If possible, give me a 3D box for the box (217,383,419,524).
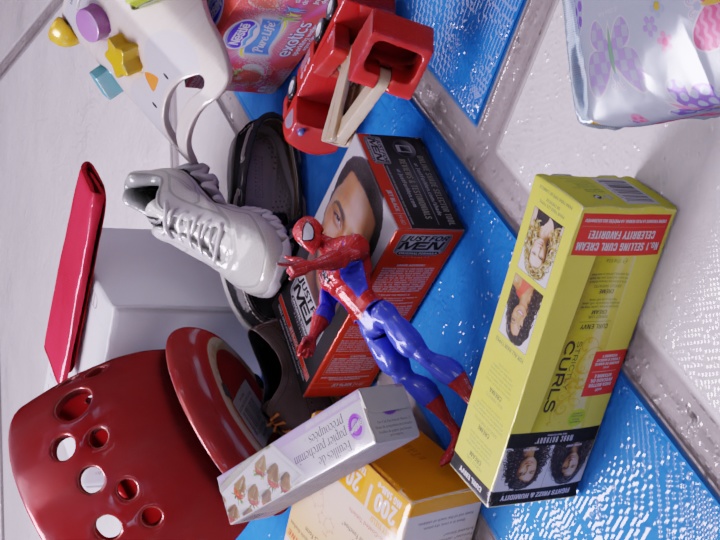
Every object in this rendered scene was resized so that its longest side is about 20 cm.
[{"bbox_3d":[-0.035,0.132,0.898,0.200,0.041,0.039,-37,65,48],"label":"box"}]

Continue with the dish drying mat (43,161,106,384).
[{"bbox_3d":[-0.265,0.004,1.187,0.077,0.018,0.200,50,131,51],"label":"dish drying mat"}]

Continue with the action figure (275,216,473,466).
[{"bbox_3d":[0.000,0.048,0.877,0.200,0.099,0.065,54,136,15],"label":"action figure"}]

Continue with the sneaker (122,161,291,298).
[{"bbox_3d":[-0.133,-0.035,1.085,0.200,0.081,0.075,34,111,43],"label":"sneaker"}]

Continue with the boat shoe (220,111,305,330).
[{"bbox_3d":[-0.082,-0.044,1.141,0.060,0.074,0.200,144,130,-62],"label":"boat shoe"}]

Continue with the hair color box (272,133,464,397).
[{"bbox_3d":[0.000,0.000,0.991,0.200,0.061,0.102,-61,39,40],"label":"hair color box"}]

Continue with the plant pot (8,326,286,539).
[{"bbox_3d":[-0.167,0.155,1.078,0.182,0.200,0.201,-33,49,7],"label":"plant pot"}]

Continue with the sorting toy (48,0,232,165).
[{"bbox_3d":[-0.176,-0.192,1.115,0.180,0.107,0.200,55,142,18],"label":"sorting toy"}]

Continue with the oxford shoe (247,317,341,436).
[{"bbox_3d":[-0.047,0.133,1.061,0.071,0.073,0.200,-49,52,50],"label":"oxford shoe"}]

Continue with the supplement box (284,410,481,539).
[{"bbox_3d":[0.006,0.215,0.945,0.126,0.073,0.200,36,121,45],"label":"supplement box"}]

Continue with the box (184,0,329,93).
[{"bbox_3d":[-0.088,-0.247,1.121,0.200,0.095,0.100,-41,55,55],"label":"box"}]

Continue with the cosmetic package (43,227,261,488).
[{"bbox_3d":[-0.203,0.082,1.262,0.167,0.166,0.200,49,130,51],"label":"cosmetic package"}]

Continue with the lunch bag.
[{"bbox_3d":[0.178,-0.178,0.594,0.170,0.127,0.200,-8,92,64],"label":"lunch bag"}]

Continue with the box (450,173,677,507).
[{"bbox_3d":[0.117,0.043,0.758,0.050,0.075,0.200,45,127,51],"label":"box"}]

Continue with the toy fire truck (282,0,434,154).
[{"bbox_3d":[-0.009,-0.144,0.982,0.200,0.049,0.141,122,155,-44],"label":"toy fire truck"}]
